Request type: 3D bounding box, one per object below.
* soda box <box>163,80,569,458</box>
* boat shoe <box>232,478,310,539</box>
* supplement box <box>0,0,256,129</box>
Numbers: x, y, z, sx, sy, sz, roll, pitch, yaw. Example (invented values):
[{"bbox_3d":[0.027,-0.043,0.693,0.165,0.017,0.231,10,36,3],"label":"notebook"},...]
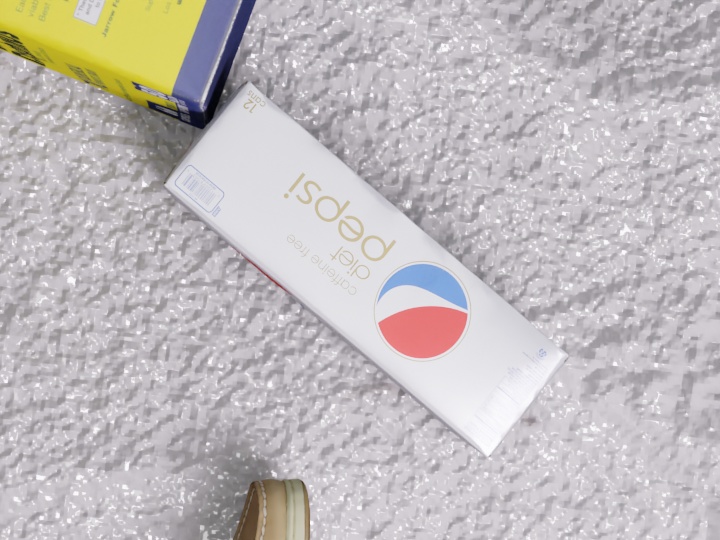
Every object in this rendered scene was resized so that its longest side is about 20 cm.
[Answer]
[{"bbox_3d":[0.000,0.000,0.725,0.200,0.068,0.064,41,86,-6],"label":"soda box"},{"bbox_3d":[-0.074,0.192,0.717,0.066,0.074,0.202,16,88,-10],"label":"boat shoe"},{"bbox_3d":[-0.145,-0.155,0.697,0.198,0.109,0.110,21,88,-4],"label":"supplement box"}]
